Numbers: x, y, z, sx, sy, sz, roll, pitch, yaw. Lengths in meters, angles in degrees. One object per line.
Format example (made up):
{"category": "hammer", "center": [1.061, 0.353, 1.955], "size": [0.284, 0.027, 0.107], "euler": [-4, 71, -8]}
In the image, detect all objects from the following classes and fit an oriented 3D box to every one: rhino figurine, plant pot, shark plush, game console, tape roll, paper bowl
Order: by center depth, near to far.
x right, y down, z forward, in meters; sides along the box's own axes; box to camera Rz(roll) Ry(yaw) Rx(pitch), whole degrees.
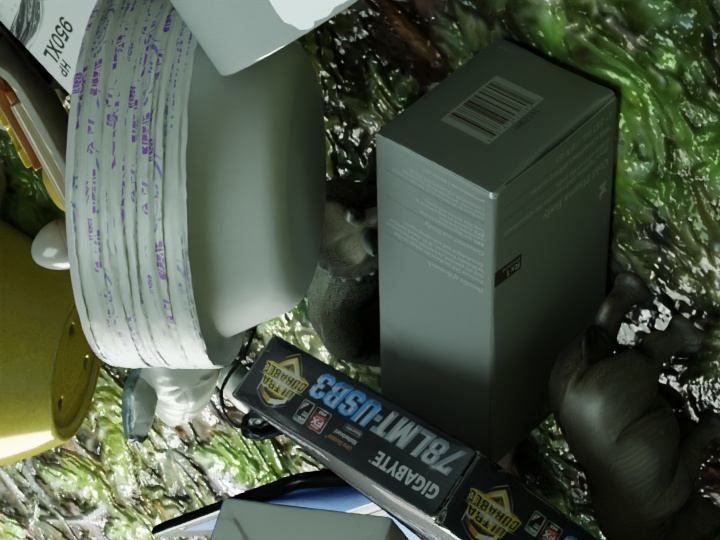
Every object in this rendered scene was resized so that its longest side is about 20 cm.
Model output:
{"category": "tape roll", "center": [-0.003, -0.175, 1.394], "size": [0.071, 0.202, 0.202], "euler": [55, 146, -8]}
{"category": "paper bowl", "center": [-0.078, -0.050, 1.514], "size": [0.104, 0.201, 0.201], "euler": [1, 130, 11]}
{"category": "rhino figurine", "center": [0.153, 0.100, 1.579], "size": [0.060, 0.087, 0.200], "euler": [22, 147, 41]}
{"category": "game console", "center": [-0.001, 0.182, 1.814], "size": [0.176, 0.116, 0.200], "euler": [55, 147, -7]}
{"category": "shark plush", "center": [-0.133, 0.023, 1.863], "size": [0.083, 0.091, 0.200], "euler": [-122, 12, -51]}
{"category": "plant pot", "center": [-0.250, 0.050, 1.940], "size": [0.141, 0.200, 0.201], "euler": [10, 135, 12]}

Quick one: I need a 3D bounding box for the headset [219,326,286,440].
{"category": "headset", "center": [-0.055, -0.003, 1.680], "size": [0.094, 0.123, 0.201], "euler": [-1, 98, 12]}

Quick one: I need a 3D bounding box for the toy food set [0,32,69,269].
{"category": "toy food set", "center": [-0.198, -0.057, 1.795], "size": [0.200, 0.060, 0.144], "euler": [62, -177, -18]}

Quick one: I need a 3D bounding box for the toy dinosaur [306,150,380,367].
{"category": "toy dinosaur", "center": [0.000, 0.000, 1.648], "size": [0.077, 0.102, 0.200], "euler": [36, 143, 21]}

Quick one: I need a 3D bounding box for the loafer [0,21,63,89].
{"category": "loafer", "center": [-0.222, -0.188, 1.759], "size": [0.200, 0.063, 0.072], "euler": [43, 146, 11]}

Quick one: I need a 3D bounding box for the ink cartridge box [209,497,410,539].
{"category": "ink cartridge box", "center": [-0.004, 0.214, 1.780], "size": [0.116, 0.067, 0.200], "euler": [5, 152, 27]}

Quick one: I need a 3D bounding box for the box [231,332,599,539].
{"category": "box", "center": [0.055, 0.126, 1.590], "size": [0.198, 0.050, 0.200], "euler": [37, 173, -39]}

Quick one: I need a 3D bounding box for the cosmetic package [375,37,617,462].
{"category": "cosmetic package", "center": [0.070, -0.008, 1.556], "size": [0.090, 0.107, 0.200], "euler": [28, 142, 31]}

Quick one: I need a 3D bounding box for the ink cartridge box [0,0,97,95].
{"category": "ink cartridge box", "center": [-0.159, -0.195, 1.660], "size": [0.200, 0.084, 0.145], "euler": [46, 147, 5]}
